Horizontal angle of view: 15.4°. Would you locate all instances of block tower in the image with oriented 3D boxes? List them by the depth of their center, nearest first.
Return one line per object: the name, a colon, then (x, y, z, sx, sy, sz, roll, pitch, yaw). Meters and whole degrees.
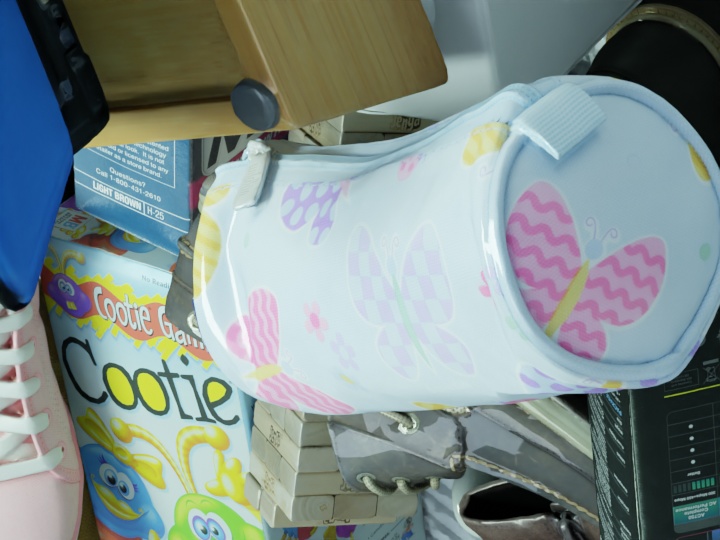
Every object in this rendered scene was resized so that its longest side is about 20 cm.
block tower: (0.000, 0.000, 1.006, 0.054, 0.057, 0.201, -140, 53, -62)

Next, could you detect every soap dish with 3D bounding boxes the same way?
soap dish: (-0.086, -0.111, 0.843, 0.199, 0.081, 0.158, -2, 121, 40)

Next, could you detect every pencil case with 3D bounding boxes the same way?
pencil case: (0.024, -0.006, 0.790, 0.200, 0.083, 0.091, -6, 102, 61)

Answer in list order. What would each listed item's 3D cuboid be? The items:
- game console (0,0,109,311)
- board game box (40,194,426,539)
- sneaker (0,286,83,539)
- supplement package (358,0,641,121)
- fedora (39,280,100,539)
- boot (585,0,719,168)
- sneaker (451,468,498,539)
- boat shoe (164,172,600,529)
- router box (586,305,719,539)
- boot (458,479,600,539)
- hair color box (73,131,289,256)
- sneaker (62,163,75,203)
game console: (-0.160, -0.099, 0.762, 0.170, 0.118, 0.201, 1, 123, 38)
board game box: (-0.051, 0.052, 1.117, 0.103, 0.105, 0.201, 17, 130, 33)
sneaker: (-0.158, 0.032, 1.050, 0.105, 0.075, 0.201, -165, 63, -83)
supplement package: (0.013, -0.166, 0.873, 0.121, 0.120, 0.201, 12, 128, 32)
fedora: (-0.141, 0.096, 1.177, 0.081, 0.201, 0.201, 7, 126, 24)
boot: (0.104, 0.020, 0.928, 0.077, 0.138, 0.201, -7, 117, 44)
sneaker: (0.063, 0.021, 1.007, 0.075, 0.087, 0.201, 20, 131, 31)
boat shoe: (0.019, 0.040, 0.937, 0.200, 0.074, 0.074, 35, 105, 11)
router box: (0.172, 0.042, 0.852, 0.062, 0.199, 0.151, -112, 12, -56)
boot: (0.084, 0.124, 1.038, 0.199, 0.073, 0.166, -16, 139, 33)
hair color box: (-0.057, -0.114, 0.991, 0.060, 0.100, 0.201, 24, 135, 24)
sneaker: (-0.143, -0.065, 1.130, 0.079, 0.066, 0.200, 59, 144, 4)
